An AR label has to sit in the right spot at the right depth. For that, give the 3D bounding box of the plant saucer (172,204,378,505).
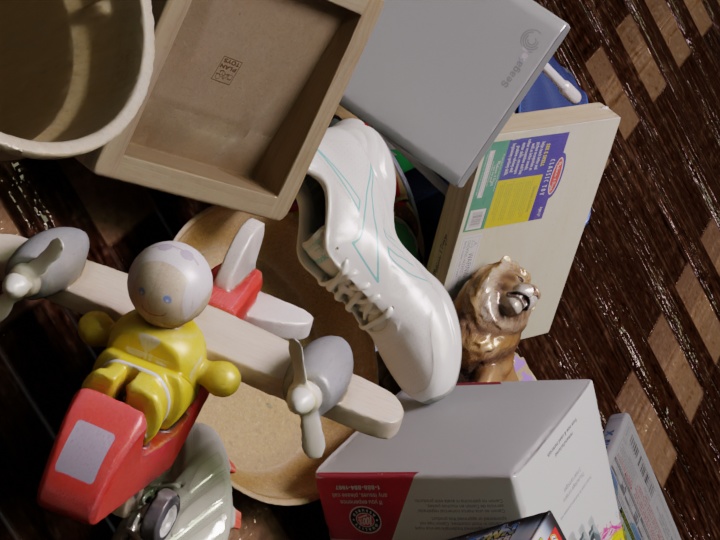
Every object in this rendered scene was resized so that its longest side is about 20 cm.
[{"bbox_3d":[-0.068,0.055,1.023,0.200,0.035,0.201,21,60,-42],"label":"plant saucer"}]

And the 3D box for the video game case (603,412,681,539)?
[{"bbox_3d":[0.234,0.253,1.349,0.200,0.022,0.182,65,32,-19],"label":"video game case"}]

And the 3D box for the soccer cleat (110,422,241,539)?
[{"bbox_3d":[-0.119,0.167,0.867,0.078,0.069,0.200,34,51,-34],"label":"soccer cleat"}]

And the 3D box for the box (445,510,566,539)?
[{"bbox_3d":[0.018,0.205,0.923,0.035,0.200,0.110,61,32,-10],"label":"box"}]

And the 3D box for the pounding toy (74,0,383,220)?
[{"bbox_3d":[-0.092,-0.159,0.985,0.184,0.200,0.142,13,16,-47],"label":"pounding toy"}]

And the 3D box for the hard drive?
[{"bbox_3d":[0.024,-0.167,1.086,0.200,0.132,0.026,36,7,11],"label":"hard drive"}]

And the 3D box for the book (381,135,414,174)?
[{"bbox_3d":[0.018,-0.179,1.214,0.200,0.133,0.048,64,30,-5],"label":"book"}]

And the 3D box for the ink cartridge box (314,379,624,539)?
[{"bbox_3d":[0.084,0.192,1.037,0.145,0.145,0.200,-37,119,-56],"label":"ink cartridge box"}]

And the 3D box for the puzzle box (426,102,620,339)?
[{"bbox_3d":[0.112,-0.028,1.179,0.133,0.200,0.025,-10,39,-35],"label":"puzzle box"}]

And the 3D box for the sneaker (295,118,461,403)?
[{"bbox_3d":[0.000,0.000,1.048,0.080,0.070,0.201,-19,83,-46],"label":"sneaker"}]

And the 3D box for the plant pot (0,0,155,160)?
[{"bbox_3d":[-0.235,-0.117,0.763,0.200,0.183,0.201,32,47,-42],"label":"plant pot"}]

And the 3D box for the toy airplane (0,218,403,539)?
[{"bbox_3d":[-0.097,0.033,0.862,0.200,0.141,0.199,-12,50,-19],"label":"toy airplane"}]

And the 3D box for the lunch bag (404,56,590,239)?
[{"bbox_3d":[0.114,-0.093,1.298,0.132,0.136,0.200,39,44,-36],"label":"lunch bag"}]

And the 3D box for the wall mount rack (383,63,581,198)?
[{"bbox_3d":[0.057,-0.144,1.137,0.174,0.200,0.075,46,9,0],"label":"wall mount rack"}]

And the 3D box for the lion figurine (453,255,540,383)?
[{"bbox_3d":[0.101,0.098,1.161,0.123,0.072,0.200,-47,134,-43],"label":"lion figurine"}]

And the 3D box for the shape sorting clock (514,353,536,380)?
[{"bbox_3d":[0.105,0.139,1.236,0.200,0.039,0.200,33,46,-42],"label":"shape sorting clock"}]

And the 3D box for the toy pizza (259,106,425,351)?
[{"bbox_3d":[-0.017,-0.037,1.142,0.200,0.032,0.201,19,63,-41],"label":"toy pizza"}]
